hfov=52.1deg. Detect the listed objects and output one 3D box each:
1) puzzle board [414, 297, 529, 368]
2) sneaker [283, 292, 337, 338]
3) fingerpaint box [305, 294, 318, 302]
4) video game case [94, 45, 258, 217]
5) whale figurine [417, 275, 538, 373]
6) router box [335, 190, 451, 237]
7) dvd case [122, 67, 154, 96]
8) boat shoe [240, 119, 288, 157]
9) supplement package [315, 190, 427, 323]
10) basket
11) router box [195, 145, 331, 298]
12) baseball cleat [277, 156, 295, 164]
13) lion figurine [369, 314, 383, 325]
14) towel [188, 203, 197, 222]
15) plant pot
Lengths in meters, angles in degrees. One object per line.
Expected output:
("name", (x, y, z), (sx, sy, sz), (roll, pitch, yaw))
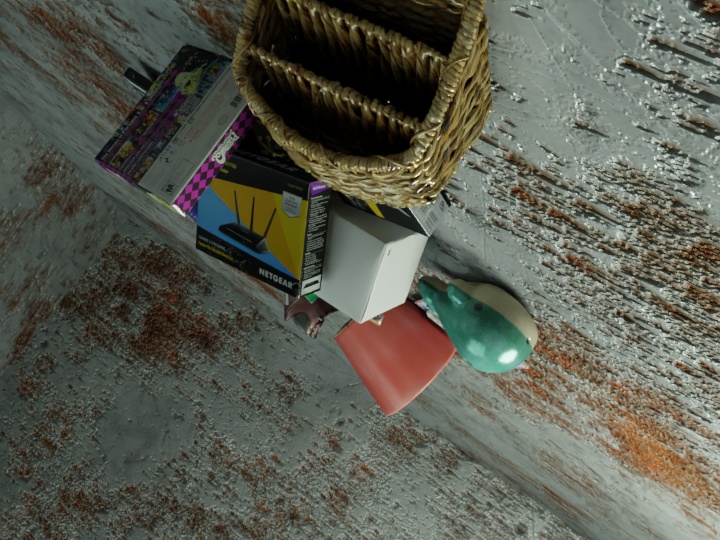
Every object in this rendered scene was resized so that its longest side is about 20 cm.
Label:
("puzzle board", (0.189, 0.112, 1.293), (0.199, 0.018, 0.151), (39, 167, -4))
("sneaker", (-0.063, 0.079, 1.475), (0.196, 0.118, 0.076), (4, -177, -10))
("fingerpaint box", (-0.123, -0.059, 1.226), (0.200, 0.073, 0.167), (48, -174, -12))
("video game case", (-0.225, -0.184, 0.938), (0.180, 0.202, 0.036), (27, 167, 34))
("whale figurine", (0.154, 0.075, 1.052), (0.198, 0.104, 0.159), (25, 163, 44))
("router box", (-0.002, -0.135, 0.842), (0.156, 0.053, 0.200), (26, 164, 43))
("dvd case", (-0.292, -0.252, 1.241), (0.198, 0.025, 0.150), (34, 174, 16))
("boat shoe", (-0.114, -0.179, 0.974), (0.200, 0.061, 0.072), (23, 161, 47))
("supplement package", (-0.028, -0.039, 1.002), (0.198, 0.122, 0.121), (31, -154, 25))
("basket", (-0.009, -0.156, 0.581), (0.198, 0.144, 0.149), (31, 167, 22))
("router box", (-0.130, -0.071, 0.954), (0.198, 0.152, 0.051), (22, -155, 33))
("baseball cleat", (-0.153, -0.172, 1.089), (0.071, 0.104, 0.201), (96, 156, -43))
("lion figurine", (0.000, 0.000, 1.130), (0.121, 0.073, 0.201), (23, -153, 1))
("towel", (-0.288, -0.146, 1.382), (0.199, 0.148, 0.050), (39, 136, -4))
("plant pot", (0.058, 0.140, 1.395), (0.177, 0.200, 0.200), (45, 167, 0))
